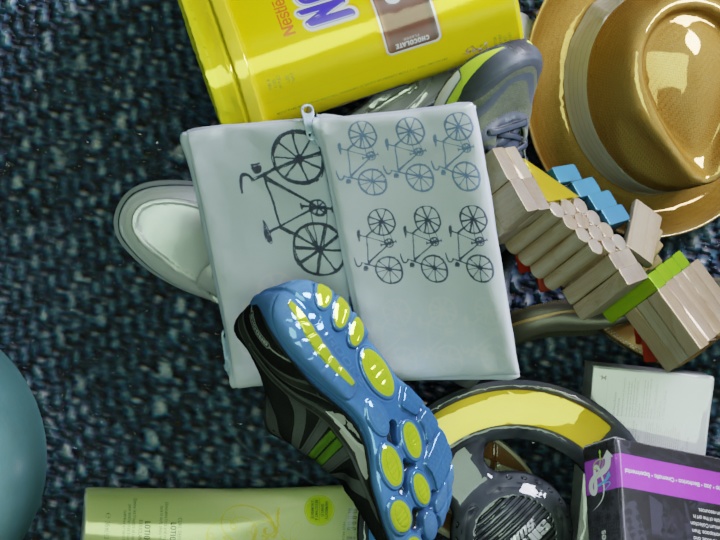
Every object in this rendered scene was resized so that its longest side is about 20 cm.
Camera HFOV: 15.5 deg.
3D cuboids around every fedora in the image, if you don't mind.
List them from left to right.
[{"bbox_3d":[0.202,-0.118,1.704,0.201,0.082,0.201,-2,98,-18],"label":"fedora"}]

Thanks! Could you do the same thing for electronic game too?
[{"bbox_3d":[0.097,0.168,1.699,0.200,0.042,0.200,0,94,-6],"label":"electronic game"}]

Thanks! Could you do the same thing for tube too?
[{"bbox_3d":[-0.084,0.172,1.747,0.200,0.052,0.058,4,133,-7],"label":"tube"}]

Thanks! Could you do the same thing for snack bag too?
[{"bbox_3d":[-0.009,-0.013,1.635,0.200,0.021,0.189,-2,115,18],"label":"snack bag"}]

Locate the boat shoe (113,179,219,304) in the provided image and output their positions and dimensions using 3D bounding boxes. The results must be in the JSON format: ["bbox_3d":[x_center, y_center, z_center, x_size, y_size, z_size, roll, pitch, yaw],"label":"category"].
[{"bbox_3d":[-0.066,-0.006,1.727,0.200,0.067,0.074,21,92,-3],"label":"boat shoe"}]

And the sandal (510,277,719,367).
[{"bbox_3d":[0.184,0.040,1.729,0.200,0.082,0.055,-8,82,1],"label":"sandal"}]

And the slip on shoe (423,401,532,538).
[{"bbox_3d":[0.031,0.121,1.741,0.200,0.061,0.076,25,90,-10],"label":"slip on shoe"}]

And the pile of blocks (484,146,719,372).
[{"bbox_3d":[0.143,-0.008,1.659,0.200,0.082,0.062,38,131,-14],"label":"pile of blocks"}]

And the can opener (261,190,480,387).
[{"bbox_3d":[0.000,0.000,1.671,0.200,0.067,0.053,31,69,5],"label":"can opener"}]

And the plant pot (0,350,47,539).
[{"bbox_3d":[-0.306,0.130,1.679,0.200,0.161,0.201,0,94,-2],"label":"plant pot"}]

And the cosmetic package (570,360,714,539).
[{"bbox_3d":[0.180,0.163,1.753,0.083,0.051,0.200,6,93,-5],"label":"cosmetic package"}]

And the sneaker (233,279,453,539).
[{"bbox_3d":[-0.010,0.093,1.647,0.071,0.083,0.200,-44,109,-35],"label":"sneaker"}]

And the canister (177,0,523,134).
[{"bbox_3d":[-0.011,-0.172,1.688,0.200,0.149,0.087,-18,138,-3],"label":"canister"}]

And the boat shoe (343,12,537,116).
[{"bbox_3d":[0.025,-0.111,1.727,0.200,0.072,0.066,-40,93,6],"label":"boat shoe"}]

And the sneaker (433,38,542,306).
[{"bbox_3d":[0.088,-0.056,1.685,0.074,0.081,0.200,-18,134,-34],"label":"sneaker"}]

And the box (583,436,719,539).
[{"bbox_3d":[0.205,0.213,1.661,0.143,0.036,0.200,14,65,-38],"label":"box"}]
